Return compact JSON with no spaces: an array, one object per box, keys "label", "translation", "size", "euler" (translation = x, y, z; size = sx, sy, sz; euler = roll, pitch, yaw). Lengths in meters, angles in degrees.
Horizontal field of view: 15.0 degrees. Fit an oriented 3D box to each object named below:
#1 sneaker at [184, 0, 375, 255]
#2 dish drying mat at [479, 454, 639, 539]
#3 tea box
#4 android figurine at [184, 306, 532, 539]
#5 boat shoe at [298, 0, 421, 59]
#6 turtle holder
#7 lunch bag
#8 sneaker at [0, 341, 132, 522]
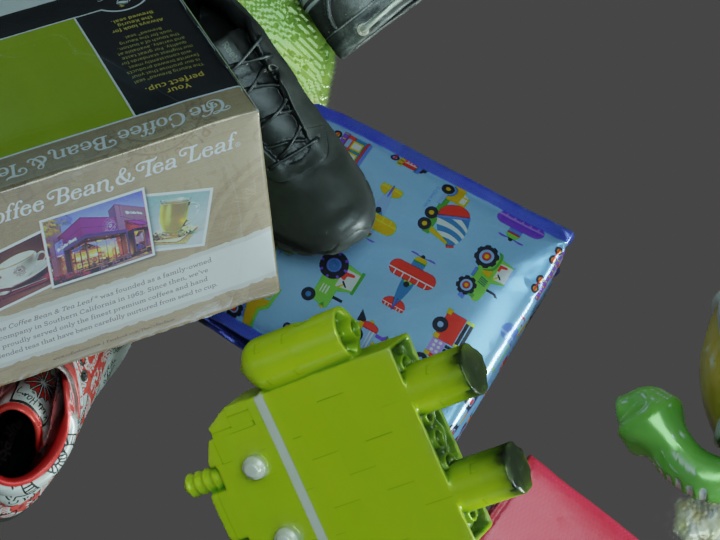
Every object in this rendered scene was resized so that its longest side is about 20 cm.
[{"label":"sneaker","translation":[-0.062,-0.091,1.583],"size":[0.076,0.091,0.200],"euler":[-34,64,-10]},{"label":"dish drying mat","translation":[0.157,0.201,1.635],"size":[0.200,0.018,0.077],"euler":[38,74,-2]},{"label":"tea box","translation":[-0.175,-0.060,1.512],"size":[0.200,0.134,0.197],"euler":[-18,41,-15]},{"label":"android figurine","translation":[-0.008,0.113,1.551],"size":[0.200,0.041,0.182],"euler":[-19,98,25]},{"label":"boat shoe","translation":[0.056,-0.197,1.676],"size":[0.200,0.071,0.064],"euler":[-32,85,-9]},{"label":"turtle holder","translation":[0.258,0.069,1.638],"size":[0.185,0.141,0.132],"euler":[-36,68,22]},{"label":"lunch bag","translation":[0.000,0.000,1.615],"size":[0.200,0.094,0.151],"euler":[32,76,5]},{"label":"sneaker","translation":[-0.168,0.046,1.549],"size":[0.067,0.108,0.202],"euler":[27,74,-6]}]
